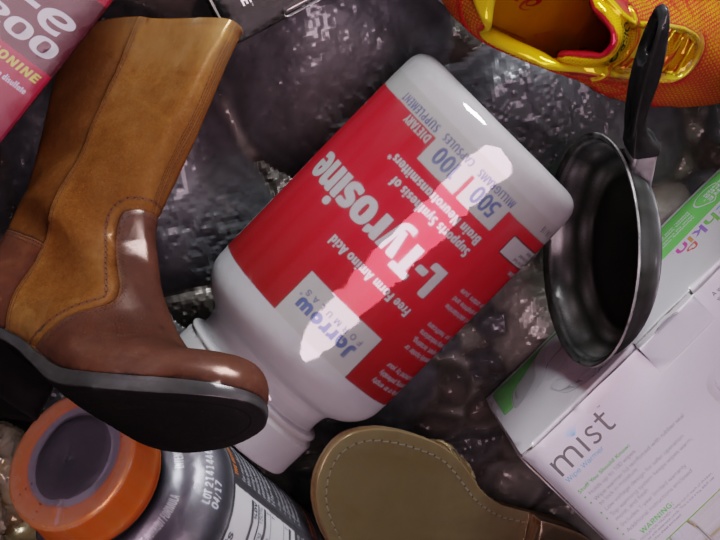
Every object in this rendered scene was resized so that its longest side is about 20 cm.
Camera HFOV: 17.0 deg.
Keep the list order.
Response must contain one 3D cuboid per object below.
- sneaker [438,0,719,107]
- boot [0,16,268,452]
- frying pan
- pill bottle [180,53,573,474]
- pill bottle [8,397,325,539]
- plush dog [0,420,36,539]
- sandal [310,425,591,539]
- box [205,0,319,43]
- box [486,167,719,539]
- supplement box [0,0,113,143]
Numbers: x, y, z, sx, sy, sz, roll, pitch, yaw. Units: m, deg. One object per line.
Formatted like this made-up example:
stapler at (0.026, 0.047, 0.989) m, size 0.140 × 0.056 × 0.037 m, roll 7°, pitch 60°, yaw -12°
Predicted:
sneaker at (0.123, -0.112, 1.182) m, size 0.199 × 0.077 × 0.073 m, roll 11°, pitch 115°, yaw -31°
boot at (-0.091, -0.022, 1.106) m, size 0.068 × 0.188 × 0.201 m, roll 40°, pitch 63°, yaw -42°
frying pan at (0.123, -0.046, 1.173) m, size 0.031 × 0.115 × 0.191 m, roll 1°, pitch 107°, yaw -19°
pill bottle at (0.000, 0.000, 1.187) m, size 0.112 × 0.112 × 0.200 m, roll 43°, pitch 95°, yaw -18°
pill bottle at (-0.087, 0.133, 1.173) m, size 0.106 × 0.106 × 0.200 m, roll -40°, pitch 137°, yaw 3°
plush dog at (-0.224, 0.081, 1.169) m, size 0.199 × 0.160 × 0.173 m, roll -1°, pitch 82°, yaw -9°
sandal at (0.034, 0.125, 1.257) m, size 0.211 × 0.070 × 0.078 m, roll 27°, pitch 93°, yaw -39°
box at (-0.039, -0.232, 1.149) m, size 0.159 × 0.049 × 0.201 m, roll -29°, pitch 108°, yaw -3°
box at (0.199, 0.069, 1.248) m, size 0.200 × 0.097 × 0.176 m, roll -45°, pitch 107°, yaw 5°
supplement box at (-0.196, -0.111, 1.116) m, size 0.109 × 0.061 × 0.200 m, roll 37°, pitch 96°, yaw -17°
